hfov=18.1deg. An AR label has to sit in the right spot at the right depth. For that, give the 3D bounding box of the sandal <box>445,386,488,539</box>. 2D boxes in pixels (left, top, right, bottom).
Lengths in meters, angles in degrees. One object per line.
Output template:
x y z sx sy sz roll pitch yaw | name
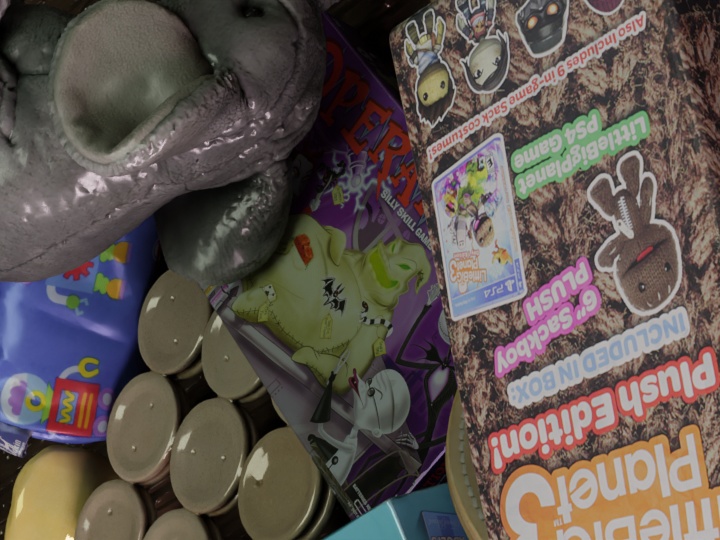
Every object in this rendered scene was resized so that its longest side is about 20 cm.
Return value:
0.072 0.019 0.735 0.212 0.077 0.070 -83 4 -56 | sandal

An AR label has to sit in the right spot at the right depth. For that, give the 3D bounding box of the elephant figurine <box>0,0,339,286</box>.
-0.077 -0.066 0.896 0.199 0.141 0.156 0 102 26 | elephant figurine

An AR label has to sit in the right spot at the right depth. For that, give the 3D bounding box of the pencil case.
-0.133 -0.017 1.041 0.078 0.086 0.202 -123 41 -83 | pencil case

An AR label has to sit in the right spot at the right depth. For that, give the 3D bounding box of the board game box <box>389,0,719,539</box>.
0.113 0.016 0.592 0.097 0.159 0.201 -30 64 45 | board game box

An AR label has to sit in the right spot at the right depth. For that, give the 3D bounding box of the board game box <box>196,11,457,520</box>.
0.000 0.000 0.898 0.120 0.032 0.200 -48 49 13 | board game box

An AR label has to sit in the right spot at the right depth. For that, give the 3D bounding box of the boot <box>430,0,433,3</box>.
0.053 -0.128 0.840 0.075 0.073 0.202 31 118 59 | boot

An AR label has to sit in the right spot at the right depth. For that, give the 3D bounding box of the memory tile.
-0.054 0.056 0.967 0.153 0.017 0.201 15 87 49 | memory tile

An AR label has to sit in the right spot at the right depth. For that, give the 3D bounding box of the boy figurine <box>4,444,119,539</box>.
-0.147 0.182 1.064 0.124 0.064 0.202 3 90 50 | boy figurine

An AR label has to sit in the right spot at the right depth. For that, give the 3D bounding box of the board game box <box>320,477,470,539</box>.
0.011 0.125 0.809 0.200 0.150 0.047 -36 72 43 | board game box
